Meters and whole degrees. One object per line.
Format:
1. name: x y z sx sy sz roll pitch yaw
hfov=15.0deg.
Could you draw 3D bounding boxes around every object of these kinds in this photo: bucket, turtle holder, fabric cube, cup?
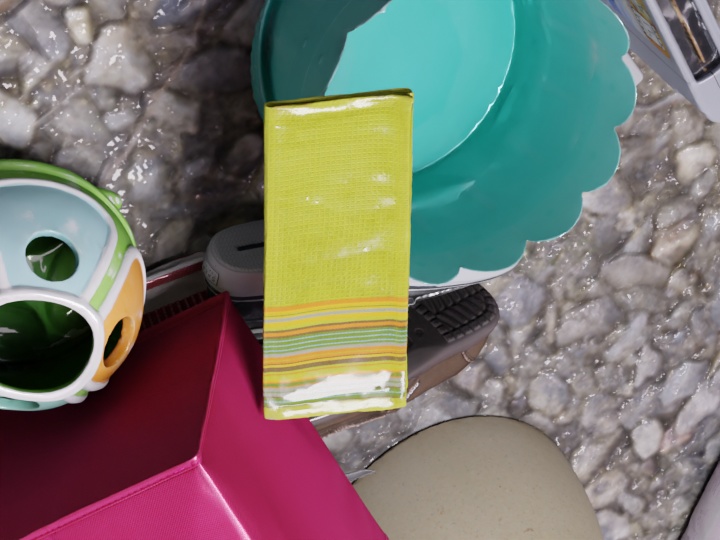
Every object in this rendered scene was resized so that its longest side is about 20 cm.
1. bucket: 0.040 -0.108 1.581 0.207 0.135 0.207 -10 117 -21
2. turtle holder: -0.208 0.005 1.540 0.185 0.132 0.141 36 103 -26
3. fabric cube: -0.118 0.171 1.587 0.200 0.196 0.199 -25 114 16
4. cup: 0.090 0.218 1.818 0.200 0.143 0.200 -13 122 -22

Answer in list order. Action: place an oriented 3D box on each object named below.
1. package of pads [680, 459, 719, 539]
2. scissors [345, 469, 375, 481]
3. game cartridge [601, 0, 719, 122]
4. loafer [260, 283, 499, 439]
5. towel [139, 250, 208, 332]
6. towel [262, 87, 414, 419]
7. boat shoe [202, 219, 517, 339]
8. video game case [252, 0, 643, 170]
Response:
1. package of pads: 0.297 0.187 1.954 0.120 0.076 0.200 14 109 -30
2. scissors: -0.088 0.160 1.743 0.200 0.014 0.073 -2 114 -25
3. game cartridge: 0.158 -0.189 1.629 0.042 0.133 0.200 -37 127 -6
4. loafer: 0.001 0.071 1.720 0.200 0.073 0.071 -20 142 -26
5. towel: -0.137 0.093 1.704 0.144 0.023 0.200 -22 123 -14
6. towel: -0.012 -0.006 1.518 0.086 0.018 0.200 -8 121 -15
7. boat shoe: 0.000 0.000 1.677 0.200 0.072 0.071 -5 133 -11
8. video game case: 0.058 -0.114 1.689 0.200 0.023 0.182 -42 128 -1
